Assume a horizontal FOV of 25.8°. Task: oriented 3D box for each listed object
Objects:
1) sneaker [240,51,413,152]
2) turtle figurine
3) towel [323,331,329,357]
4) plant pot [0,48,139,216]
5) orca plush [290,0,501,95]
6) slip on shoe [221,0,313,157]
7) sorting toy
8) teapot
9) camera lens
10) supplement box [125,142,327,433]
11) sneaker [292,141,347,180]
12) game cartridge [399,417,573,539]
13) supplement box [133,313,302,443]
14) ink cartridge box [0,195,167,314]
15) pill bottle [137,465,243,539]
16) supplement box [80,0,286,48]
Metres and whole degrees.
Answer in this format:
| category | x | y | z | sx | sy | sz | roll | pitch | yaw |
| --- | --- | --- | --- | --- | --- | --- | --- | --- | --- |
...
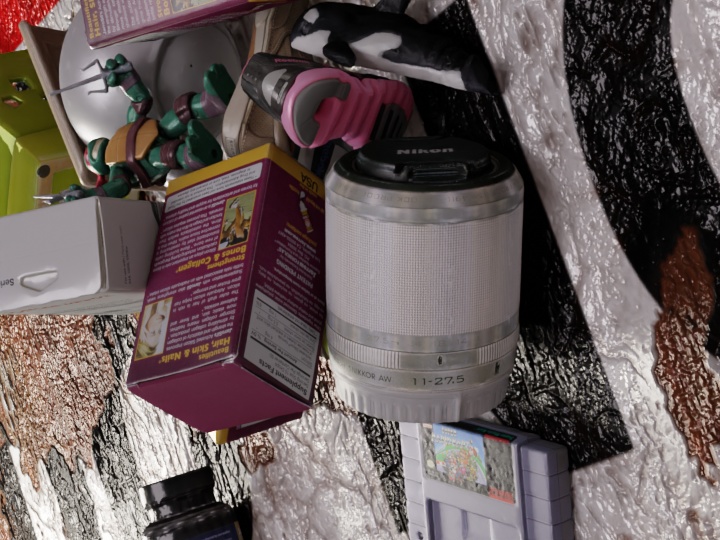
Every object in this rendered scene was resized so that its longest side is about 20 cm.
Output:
| category | x | y | z | sx | sy | sz | roll | pitch | yaw |
| --- | --- | --- | --- | --- | --- | --- | --- | --- | --- |
| sneaker | -0.028 | -0.141 | 1.303 | 0.095 | 0.199 | 0.080 | 27 | 97 | 28 |
| turtle figurine | -0.204 | -0.119 | 1.422 | 0.198 | 0.100 | 0.152 | -10 | 70 | 33 |
| towel | 0.000 | 0.000 | 1.454 | 0.145 | 0.023 | 0.200 | 62 | 143 | 19 |
| plant pot | -0.354 | -0.118 | 1.766 | 0.181 | 0.199 | 0.201 | 37 | 129 | 34 |
| orca plush | 0.028 | -0.199 | 1.288 | 0.199 | 0.104 | 0.072 | 25 | 110 | 46 |
| slip on shoe | -0.067 | -0.184 | 1.398 | 0.060 | 0.202 | 0.076 | 7 | 148 | 16 |
| sorting toy | -0.266 | -0.162 | 1.634 | 0.036 | 0.199 | 0.187 | -30 | 74 | 24 |
| teapot | -0.183 | -0.192 | 1.519 | 0.145 | 0.199 | 0.201 | 8 | 147 | 41 |
| camera lens | 0.050 | 0.001 | 1.264 | 0.159 | 0.158 | 0.203 | 23 | 119 | 49 |
| supplement box | -0.101 | 0.016 | 1.306 | 0.130 | 0.103 | 0.202 | -15 | 54 | 37 |
| sneaker | -0.061 | -0.079 | 1.453 | 0.201 | 0.072 | 0.112 | -62 | 29 | 24 |
| game cartridge | 0.105 | 0.194 | 1.362 | 0.199 | 0.038 | 0.132 | 9 | 112 | 53 |
| supplement box | -0.136 | 0.048 | 1.554 | 0.200 | 0.102 | 0.132 | 52 | 144 | 35 |
| ink cartridge box | -0.221 | -0.010 | 1.390 | 0.145 | 0.199 | 0.084 | -10 | 85 | 28 |
| pill bottle | -0.178 | 0.324 | 1.730 | 0.111 | 0.111 | 0.203 | -24 | 81 | 54 |
| supplement box | -0.145 | -0.277 | 1.346 | 0.198 | 0.103 | 0.133 | -8 | 96 | 33 |
